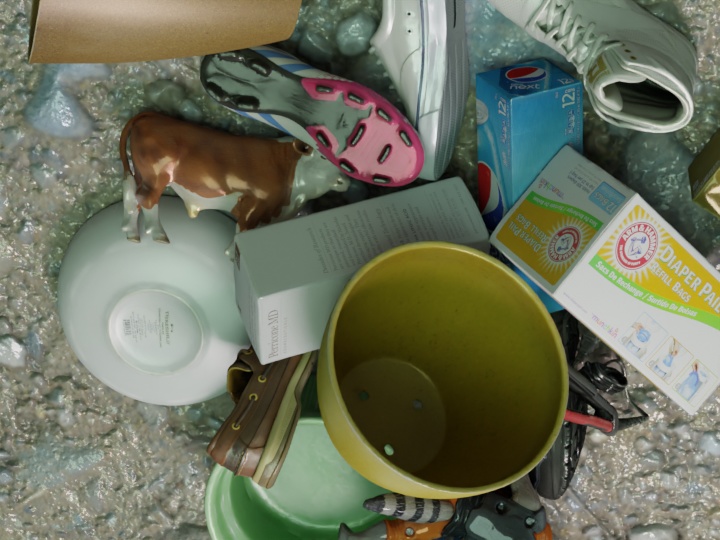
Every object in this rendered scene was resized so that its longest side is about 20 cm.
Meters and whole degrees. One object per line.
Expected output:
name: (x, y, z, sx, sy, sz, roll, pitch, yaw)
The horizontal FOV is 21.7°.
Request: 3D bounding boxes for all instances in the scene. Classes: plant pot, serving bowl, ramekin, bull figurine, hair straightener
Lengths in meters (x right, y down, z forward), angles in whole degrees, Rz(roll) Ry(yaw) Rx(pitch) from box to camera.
plant pot: (-0.145, -0.237, 1.433, 0.198, 0.187, 0.188, 8, 119, -12)
plant pot: (0.045, 0.096, 1.480, 0.199, 0.201, 0.142, 28, 151, -9)
serving bowl: (-0.173, 0.038, 1.633, 0.198, 0.066, 0.202, 3, 118, 6)
ramekin: (-0.035, 0.191, 1.680, 0.198, 0.098, 0.202, 3, 118, 5)
bull figurine: (-0.108, -0.068, 1.558, 0.198, 0.065, 0.123, 14, 82, 8)
hair straightener: (0.199, 0.095, 1.580, 0.041, 0.199, 0.078, 13, 84, 37)

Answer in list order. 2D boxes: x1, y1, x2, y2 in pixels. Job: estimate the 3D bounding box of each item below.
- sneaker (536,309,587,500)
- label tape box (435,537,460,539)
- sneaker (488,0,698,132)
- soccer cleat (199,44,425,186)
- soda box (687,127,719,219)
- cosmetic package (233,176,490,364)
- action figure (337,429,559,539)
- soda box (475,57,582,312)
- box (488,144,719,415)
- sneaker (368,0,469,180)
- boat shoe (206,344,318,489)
sneaker: (0.149, 0.109, 1.639, 0.090, 0.076, 0.202, 2, 117, 21)
label tape box: (0.107, 0.307, 1.679, 0.144, 0.063, 0.200, -39, 135, -3)
sneaker: (0.177, -0.181, 1.450, 0.199, 0.116, 0.074, 28, 119, -7)
soccer cleat: (-0.034, -0.135, 1.510, 0.199, 0.086, 0.070, 27, 108, 1)
soda box: (0.346, -0.126, 1.488, 0.067, 0.064, 0.201, 30, 117, -10)
cosmetic package: (0.000, 0.000, 1.532, 0.198, 0.074, 0.102, -17, 147, -12)
action figure: (0.081, 0.233, 1.579, 0.192, 0.105, 0.202, 19, 93, -7)
soda box: (0.138, -0.065, 1.531, 0.067, 0.064, 0.202, -14, 119, -20)
box: (0.215, 0.008, 1.500, 0.200, 0.112, 0.102, 38, 93, -34)
sneaker: (0.045, -0.172, 1.504, 0.070, 0.073, 0.202, 11, 116, 22)
boat shoe: (-0.077, 0.087, 1.573, 0.067, 0.201, 0.072, 19, 139, -4)
